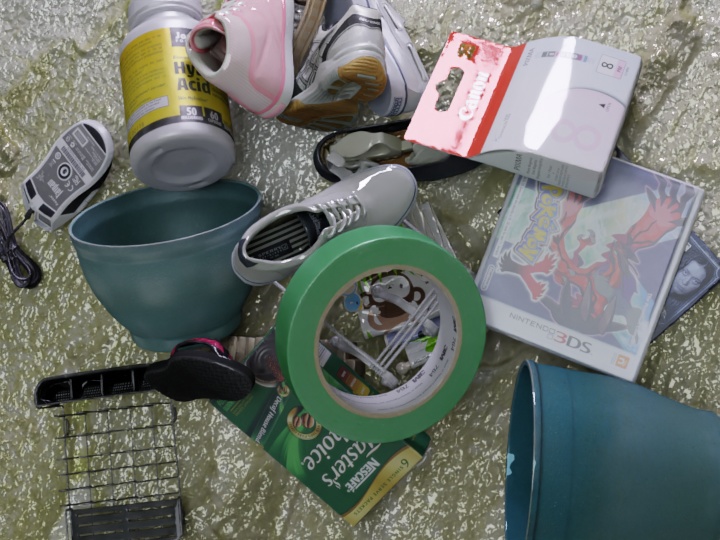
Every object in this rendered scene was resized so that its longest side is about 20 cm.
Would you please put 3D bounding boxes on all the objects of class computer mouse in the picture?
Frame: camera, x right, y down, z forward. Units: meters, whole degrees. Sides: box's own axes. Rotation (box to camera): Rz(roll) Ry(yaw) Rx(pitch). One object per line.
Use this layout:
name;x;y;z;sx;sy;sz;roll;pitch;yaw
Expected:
computer mouse;-0.338;-0.082;1.503;0.200;0.044;0.110;-43;73;14

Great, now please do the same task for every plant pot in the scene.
plant pot;-0.191;0.001;1.394;0.198;0.201;0.136;-2;111;14
plant pot;0.239;0.191;1.265;0.185;0.200;0.203;4;87;0

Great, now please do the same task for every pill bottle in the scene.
pill bottle;-0.196;-0.195;1.419;0.110;0.111;0.202;-18;63;13

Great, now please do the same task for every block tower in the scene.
block tower;-0.096;0.097;1.421;0.197;0.058;0.055;3;87;13

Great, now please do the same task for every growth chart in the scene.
growth chart;0.042;0.006;1.410;0.144;0.018;0.201;-32;77;10

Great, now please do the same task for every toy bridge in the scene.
toy bridge;-0.057;-0.290;1.423;0.027;0.067;0.202;14;95;-28

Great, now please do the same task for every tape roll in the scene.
tape roll;0.020;0.060;1.272;0.198;0.048;0.203;-6;108;-17

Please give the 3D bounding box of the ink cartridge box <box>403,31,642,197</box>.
ink cartridge box;0.162;-0.169;1.326;0.198;0.057;0.164;20;57;7

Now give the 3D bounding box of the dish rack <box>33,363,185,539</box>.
dish rack;-0.266;0.208;1.456;0.151;0.055;0.203;-8;82;15

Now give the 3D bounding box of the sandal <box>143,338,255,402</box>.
sandal;-0.160;0.094;1.339;0.075;0.199;0.045;39;67;-19

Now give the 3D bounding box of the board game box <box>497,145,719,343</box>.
board game box;0.251;-0.028;1.348;0.135;0.035;0.200;-42;78;8

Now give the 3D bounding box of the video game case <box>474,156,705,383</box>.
video game case;0.217;-0.015;1.318;0.180;0.023;0.202;21;87;13

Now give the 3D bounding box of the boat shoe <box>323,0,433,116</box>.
boat shoe;0.017;-0.244;1.410;0.065;0.074;0.202;-8;64;-29

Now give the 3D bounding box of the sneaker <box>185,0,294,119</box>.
sneaker;-0.127;-0.258;1.389;0.075;0.104;0.202;-32;51;35

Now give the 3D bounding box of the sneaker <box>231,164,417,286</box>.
sneaker;-0.029;-0.043;1.286;0.199;0.071;0.074;-30;88;-11

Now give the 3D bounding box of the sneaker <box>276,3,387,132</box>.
sneaker;-0.025;-0.204;1.373;0.075;0.200;0.089;10;73;-26

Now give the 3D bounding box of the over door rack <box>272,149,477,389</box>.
over door rack;0.000;0.000;1.355;0.200;0.067;0.148;40;79;-1

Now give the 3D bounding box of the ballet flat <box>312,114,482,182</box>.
ballet flat;0.043;-0.127;1.390;0.197;0.073;0.074;-6;85;14

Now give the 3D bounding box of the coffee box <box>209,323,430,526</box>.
coffee box;-0.040;0.152;1.364;0.200;0.044;0.123;42;115;-4
